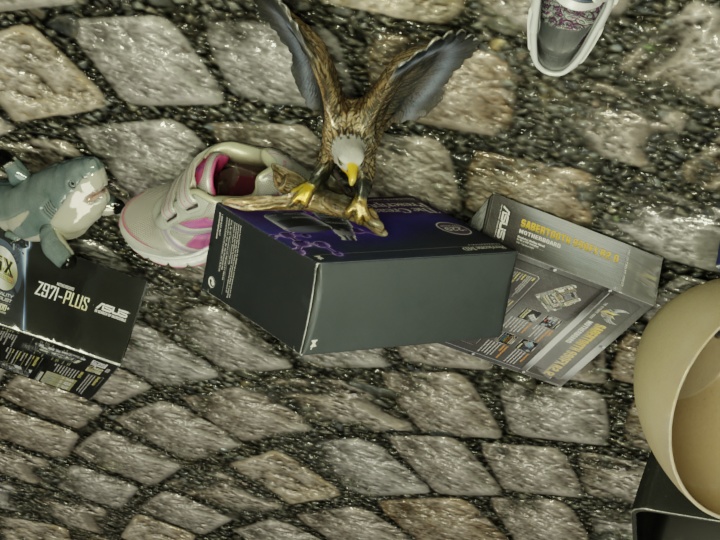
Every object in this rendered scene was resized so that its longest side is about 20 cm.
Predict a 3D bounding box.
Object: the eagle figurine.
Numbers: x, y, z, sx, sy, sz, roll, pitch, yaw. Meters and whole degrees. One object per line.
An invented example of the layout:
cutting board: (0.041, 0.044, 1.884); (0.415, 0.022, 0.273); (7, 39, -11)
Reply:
eagle figurine: (-0.006, -0.122, 1.476); (0.151, 0.151, 0.201); (-15, 130, -32)

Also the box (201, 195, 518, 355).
box: (0.000, 0.000, 1.562); (0.199, 0.079, 0.141); (-4, -155, -38)

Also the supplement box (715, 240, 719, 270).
supplement box: (0.372, -0.015, 1.472); (0.199, 0.110, 0.109); (30, 148, -28)

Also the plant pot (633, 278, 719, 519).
plant pot: (0.300, 0.086, 1.640); (0.200, 0.201, 0.134); (34, -178, -33)

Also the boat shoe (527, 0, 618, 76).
boat shoe: (0.143, -0.196, 1.294); (0.072, 0.069, 0.200); (17, 152, -5)

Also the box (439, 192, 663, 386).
box: (0.143, 0.020, 1.710); (0.157, 0.049, 0.200); (19, 152, -10)

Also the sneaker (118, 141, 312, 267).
sneaker: (-0.121, -0.064, 1.660); (0.199, 0.082, 0.088); (-12, 142, 26)

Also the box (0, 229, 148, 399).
box: (-0.301, 0.041, 1.883); (0.163, 0.087, 0.200); (20, 163, -10)

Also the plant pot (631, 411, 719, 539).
plant pot: (0.353, 0.185, 1.774); (0.199, 0.178, 0.200); (8, 152, 13)

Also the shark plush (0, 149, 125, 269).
shark plush: (-0.291, -0.076, 1.766); (0.199, 0.091, 0.084); (19, 140, 40)
